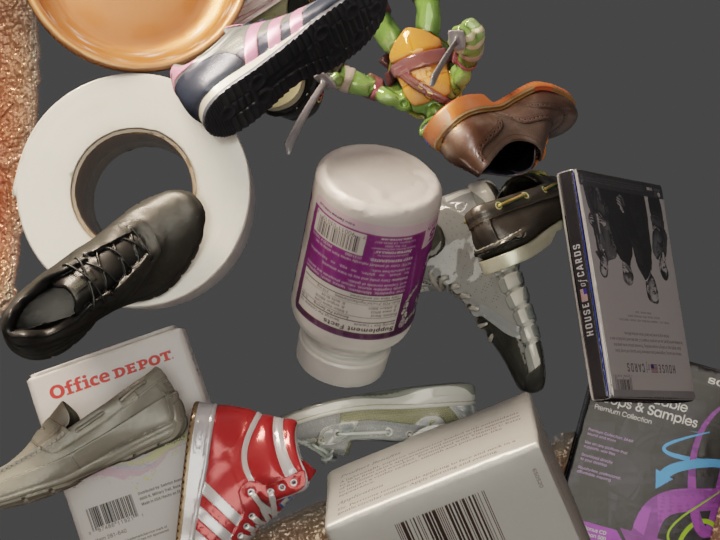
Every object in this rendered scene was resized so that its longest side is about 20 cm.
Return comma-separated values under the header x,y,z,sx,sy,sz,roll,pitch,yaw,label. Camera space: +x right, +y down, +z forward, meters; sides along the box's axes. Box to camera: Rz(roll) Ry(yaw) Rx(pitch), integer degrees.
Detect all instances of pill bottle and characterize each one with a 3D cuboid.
x,y,z,sx,sy,sz,roll,pitch,yaw,label
0.000,0.000,1.619,0.112,0.112,0.200,12,125,-1,pill bottle

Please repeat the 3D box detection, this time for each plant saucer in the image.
x,y,z,sx,sy,sz,roll,pitch,yaw,label
-0.196,-0.264,1.606,0.200,0.037,0.201,2,78,-11,plant saucer

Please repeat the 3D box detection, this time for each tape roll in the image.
x,y,z,sx,sy,sz,roll,pitch,yaw,label
-0.194,-0.066,1.638,0.202,0.139,0.203,0,89,-1,tape roll

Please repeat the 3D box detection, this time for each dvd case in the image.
x,y,z,sx,sy,sz,roll,pitch,yaw,label
0.235,0.016,1.629,0.025,0.150,0.200,-15,77,37,dvd case

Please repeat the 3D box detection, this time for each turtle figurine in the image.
x,y,z,sx,sy,sz,roll,pitch,yaw,label
0.032,-0.209,1.633,0.200,0.144,0.194,0,68,-38,turtle figurine

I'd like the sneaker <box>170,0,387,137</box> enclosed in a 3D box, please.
x,y,z,sx,sy,sz,roll,pitch,yaw,label
-0.072,-0.195,1.564,0.200,0.070,0.082,-34,54,-20,sneaker

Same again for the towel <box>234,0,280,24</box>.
x,y,z,sx,sy,sz,roll,pitch,yaw,label
-0.106,-0.333,1.672,0.191,0.032,0.200,-36,71,-1,towel

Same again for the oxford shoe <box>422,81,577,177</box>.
x,y,z,sx,sy,sz,roll,pitch,yaw,label
0.137,-0.115,1.633,0.073,0.200,0.071,51,128,19,oxford shoe

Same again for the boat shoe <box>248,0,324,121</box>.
x,y,z,sx,sy,sz,roll,pitch,yaw,label
-0.078,-0.232,1.687,0.074,0.063,0.202,-14,74,18,boat shoe

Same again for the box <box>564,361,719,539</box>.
x,y,z,sx,sy,sz,roll,pitch,yaw,label
0.263,0.174,1.695,0.143,0.036,0.200,15,87,-1,box

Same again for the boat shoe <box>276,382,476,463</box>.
x,y,z,sx,sy,sz,roll,pitch,yaw,label
0.008,0.144,1.672,0.202,0.074,0.065,-8,84,-8,boat shoe

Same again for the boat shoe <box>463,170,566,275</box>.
x,y,z,sx,sy,sz,roll,pitch,yaw,label
0.150,-0.056,1.623,0.072,0.201,0.061,-22,97,30,boat shoe

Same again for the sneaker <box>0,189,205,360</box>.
x,y,z,sx,sy,sz,roll,pitch,yaw,label
-0.210,0.005,1.522,0.200,0.091,0.076,-40,88,-3,sneaker

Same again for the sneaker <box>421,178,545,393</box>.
x,y,z,sx,sy,sz,roll,pitch,yaw,label
0.094,0.025,1.683,0.115,0.075,0.200,-16,79,3,sneaker

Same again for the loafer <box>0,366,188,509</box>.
x,y,z,sx,sy,sz,roll,pitch,yaw,label
-0.247,0.146,1.585,0.200,0.070,0.070,-24,84,-7,loafer

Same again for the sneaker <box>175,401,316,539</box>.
x,y,z,sx,sy,sz,roll,pitch,yaw,label
-0.099,0.216,1.584,0.112,0.071,0.200,6,86,-1,sneaker

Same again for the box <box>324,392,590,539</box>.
x,y,z,sx,sy,sz,roll,pitch,yaw,label
0.096,0.244,1.606,0.199,0.131,0.200,-22,105,8,box

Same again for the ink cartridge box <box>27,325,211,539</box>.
x,y,z,sx,sy,sz,roll,pitch,yaw,label
-0.194,0.164,1.658,0.145,0.084,0.200,-19,89,-2,ink cartridge box
